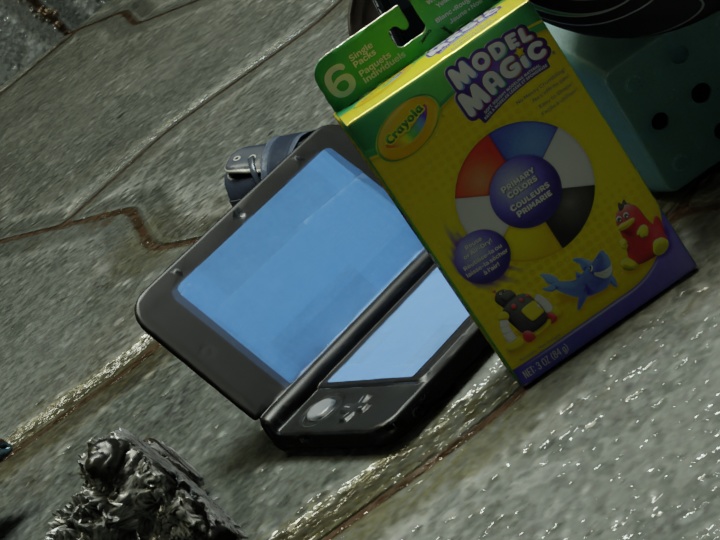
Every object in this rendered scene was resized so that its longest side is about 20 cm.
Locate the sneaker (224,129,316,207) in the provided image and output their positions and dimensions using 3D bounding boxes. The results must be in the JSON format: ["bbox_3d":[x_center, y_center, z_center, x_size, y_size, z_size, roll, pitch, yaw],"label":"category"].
[{"bbox_3d":[-0.039,-0.050,1.424,0.146,0.077,0.202,-14,15,23],"label":"sneaker"}]

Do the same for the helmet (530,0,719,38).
[{"bbox_3d":[0.130,-0.221,1.064,0.191,0.200,0.200,-3,35,51],"label":"helmet"}]

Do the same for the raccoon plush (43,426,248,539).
[{"bbox_3d":[-0.134,0.169,1.109,0.134,0.097,0.200,-49,-11,-2],"label":"raccoon plush"}]

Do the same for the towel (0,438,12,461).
[{"bbox_3d":[-0.339,0.171,1.351,0.147,0.022,0.200,-15,-17,-49],"label":"towel"}]

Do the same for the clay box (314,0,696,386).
[{"bbox_3d":[0.074,-0.053,1.051,0.115,0.200,0.048,-35,18,0],"label":"clay box"}]

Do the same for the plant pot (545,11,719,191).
[{"bbox_3d":[0.168,-0.137,1.218,0.141,0.141,0.200,-34,28,2],"label":"plant pot"}]

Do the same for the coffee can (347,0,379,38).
[{"bbox_3d":[0.090,-0.225,1.551,0.146,0.146,0.200,-23,21,32],"label":"coffee can"}]

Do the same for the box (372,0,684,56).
[{"bbox_3d":[0.115,-0.180,1.323,0.200,0.159,0.046,-26,28,-3],"label":"box"}]

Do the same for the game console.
[{"bbox_3d":[0.000,0.000,1.186,0.200,0.116,0.176,-46,21,-29],"label":"game console"}]
